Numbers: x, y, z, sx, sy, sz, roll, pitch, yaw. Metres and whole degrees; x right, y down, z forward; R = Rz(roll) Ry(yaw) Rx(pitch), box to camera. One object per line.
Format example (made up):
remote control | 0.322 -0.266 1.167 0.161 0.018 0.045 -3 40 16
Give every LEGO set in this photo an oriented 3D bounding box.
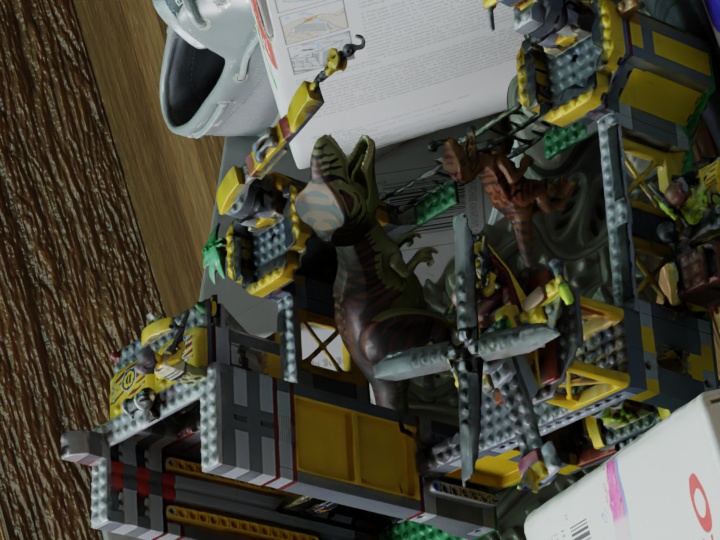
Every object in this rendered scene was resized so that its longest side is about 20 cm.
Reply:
LEGO set | 0.000 0.000 0.645 0.200 0.116 0.154 -20 61 47

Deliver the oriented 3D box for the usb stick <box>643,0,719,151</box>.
usb stick | 0.089 -0.102 0.711 0.055 0.033 0.200 38 -155 -52

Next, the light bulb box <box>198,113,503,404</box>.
light bulb box | 0.012 0.061 1.012 0.198 0.125 0.200 -87 -12 -62

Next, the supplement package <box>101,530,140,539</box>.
supplement package | -0.063 0.233 1.627 0.200 0.191 0.147 86 166 -47

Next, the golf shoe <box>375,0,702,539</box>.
golf shoe | 0.066 0.006 0.764 0.097 0.078 0.200 63 -132 -71

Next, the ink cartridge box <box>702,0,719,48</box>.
ink cartridge box | 0.121 -0.088 0.547 0.200 0.043 0.198 106 148 -75

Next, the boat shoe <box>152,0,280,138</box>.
boat shoe | -0.047 -0.109 0.959 0.201 0.071 0.070 109 144 -61

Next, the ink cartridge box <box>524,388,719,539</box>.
ink cartridge box | 0.129 0.084 0.520 0.200 0.125 0.129 122 132 -75

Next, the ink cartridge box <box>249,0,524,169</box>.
ink cartridge box | 0.015 -0.104 0.852 0.200 0.109 0.050 78 175 -71
